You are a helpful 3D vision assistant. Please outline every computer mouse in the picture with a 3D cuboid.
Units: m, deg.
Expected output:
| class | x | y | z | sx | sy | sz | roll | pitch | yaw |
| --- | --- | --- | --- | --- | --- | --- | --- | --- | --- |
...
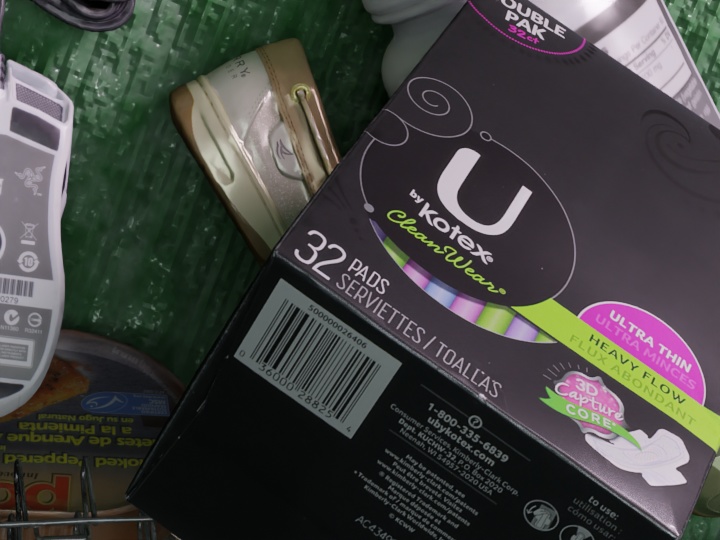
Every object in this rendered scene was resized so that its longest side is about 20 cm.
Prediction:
| class | x | y | z | sx | sy | sz | roll | pitch | yaw |
| --- | --- | --- | --- | --- | --- | --- | --- | --- | --- |
| computer mouse | -0.148 | -0.043 | 0.830 | 0.109 | 0.044 | 0.202 | 9 | 82 | -20 |

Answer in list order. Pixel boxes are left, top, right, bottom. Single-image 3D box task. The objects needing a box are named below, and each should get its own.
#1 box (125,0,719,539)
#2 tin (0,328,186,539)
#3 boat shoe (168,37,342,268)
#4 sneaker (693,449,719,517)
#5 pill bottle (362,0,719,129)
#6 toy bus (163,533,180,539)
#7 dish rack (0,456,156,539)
| class | x | y | z | sx | sy | sz | roll | pitch | yaw |
| --- | --- | --- | --- | --- | --- | --- | --- | --- | --- |
| box | 0.043 | 0.023 | 0.723 | 0.148 | 0.200 | 0.125 | 35 | 128 | 1 |
| tin | -0.159 | 0.067 | 0.821 | 0.198 | 0.112 | 0.042 | 4 | 120 | -14 |
| boat shoe | 0.000 | 0.000 | 0.868 | 0.066 | 0.074 | 0.201 | -32 | 105 | -1 |
| sneaker | 0.225 | 0.052 | 0.922 | 0.199 | 0.090 | 0.068 | -25 | 105 | -8 |
| pill bottle | 0.078 | -0.062 | 0.856 | 0.113 | 0.114 | 0.201 | -31 | 104 | -7 |
| toy bus | -0.099 | 0.155 | 0.875 | 0.200 | 0.065 | 0.078 | -45 | 108 | -4 |
| dish rack | -0.070 | 0.122 | 0.781 | 0.198 | 0.055 | 0.154 | 1 | 131 | -15 |
